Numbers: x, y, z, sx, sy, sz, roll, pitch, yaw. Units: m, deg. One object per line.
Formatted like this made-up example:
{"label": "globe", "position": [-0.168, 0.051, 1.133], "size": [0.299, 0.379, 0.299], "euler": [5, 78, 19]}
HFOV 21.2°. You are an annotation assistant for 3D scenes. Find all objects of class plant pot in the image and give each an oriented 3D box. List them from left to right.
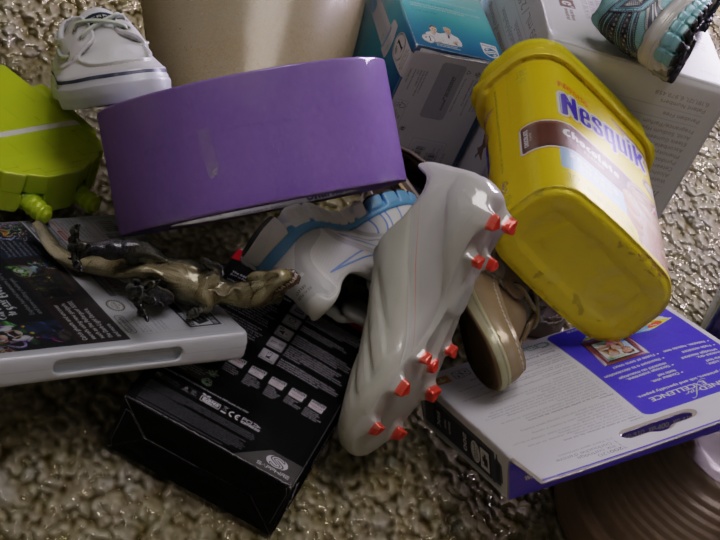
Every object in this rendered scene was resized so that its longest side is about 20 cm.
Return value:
{"label": "plant pot", "position": [-0.087, -0.158, 1.489], "size": [0.186, 0.188, 0.201], "euler": [14, 53, -16]}
{"label": "plant pot", "position": [0.243, 0.156, 1.342], "size": [0.199, 0.093, 0.202], "euler": [17, 37, -13]}

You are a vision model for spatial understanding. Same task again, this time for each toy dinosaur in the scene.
{"label": "toy dinosaur", "position": [-0.141, 0.000, 1.223], "size": [0.198, 0.048, 0.088], "euler": [14, 5, 18]}

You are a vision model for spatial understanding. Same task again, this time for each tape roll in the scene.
{"label": "tape roll", "position": [-0.072, -0.082, 1.293], "size": [0.199, 0.199, 0.086], "euler": [-13, 92, -41]}

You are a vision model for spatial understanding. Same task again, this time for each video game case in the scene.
{"label": "video game case", "position": [-0.197, 0.015, 1.252], "size": [0.181, 0.024, 0.200], "euler": [-5, 27, -32]}

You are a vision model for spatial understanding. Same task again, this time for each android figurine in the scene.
{"label": "android figurine", "position": [-0.267, -0.096, 1.379], "size": [0.200, 0.041, 0.181], "euler": [37, 32, 26]}

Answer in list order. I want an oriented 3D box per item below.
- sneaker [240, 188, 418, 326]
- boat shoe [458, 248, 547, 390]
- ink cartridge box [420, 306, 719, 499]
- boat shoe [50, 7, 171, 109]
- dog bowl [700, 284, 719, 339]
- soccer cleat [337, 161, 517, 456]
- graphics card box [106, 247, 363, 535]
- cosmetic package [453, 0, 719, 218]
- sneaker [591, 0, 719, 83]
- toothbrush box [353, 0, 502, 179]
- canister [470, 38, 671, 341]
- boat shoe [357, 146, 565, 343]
{"label": "sneaker", "position": [0.000, 0.000, 1.342], "size": [0.087, 0.075, 0.199], "euler": [50, 31, 16]}
{"label": "boat shoe", "position": [0.097, 0.017, 1.354], "size": [0.064, 0.073, 0.200], "euler": [-13, 24, 0]}
{"label": "ink cartridge box", "position": [0.165, 0.093, 1.294], "size": [0.197, 0.044, 0.200], "euler": [-16, 21, -16]}
{"label": "boat shoe", "position": [-0.186, -0.150, 1.349], "size": [0.073, 0.067, 0.200], "euler": [-8, 10, -23]}
{"label": "dog bowl", "position": [0.345, -0.013, 1.524], "size": [0.078, 0.201, 0.200], "euler": [28, 35, 7]}
{"label": "soccer cleat", "position": [0.030, 0.025, 1.270], "size": [0.077, 0.201, 0.069], "euler": [29, 5, 26]}
{"label": "graphics card box", "position": [-0.071, 0.076, 1.286], "size": [0.125, 0.051, 0.200], "euler": [28, 34, 3]}
{"label": "cosmetic package", "position": [0.172, -0.134, 1.571], "size": [0.165, 0.201, 0.168], "euler": [13, 37, -18]}
{"label": "sneaker", "position": [0.238, -0.223, 1.488], "size": [0.086, 0.078, 0.200], "euler": [28, 35, 9]}
{"label": "toothbrush box", "position": [0.033, -0.178, 1.590], "size": [0.085, 0.147, 0.201], "euler": [9, 37, -23]}
{"label": "canister", "position": [0.153, -0.059, 1.385], "size": [0.148, 0.086, 0.201], "euler": [41, 26, -24]}
{"label": "boat shoe", "position": [0.084, -0.019, 1.492], "size": [0.200, 0.060, 0.072], "euler": [41, 37, 20]}
